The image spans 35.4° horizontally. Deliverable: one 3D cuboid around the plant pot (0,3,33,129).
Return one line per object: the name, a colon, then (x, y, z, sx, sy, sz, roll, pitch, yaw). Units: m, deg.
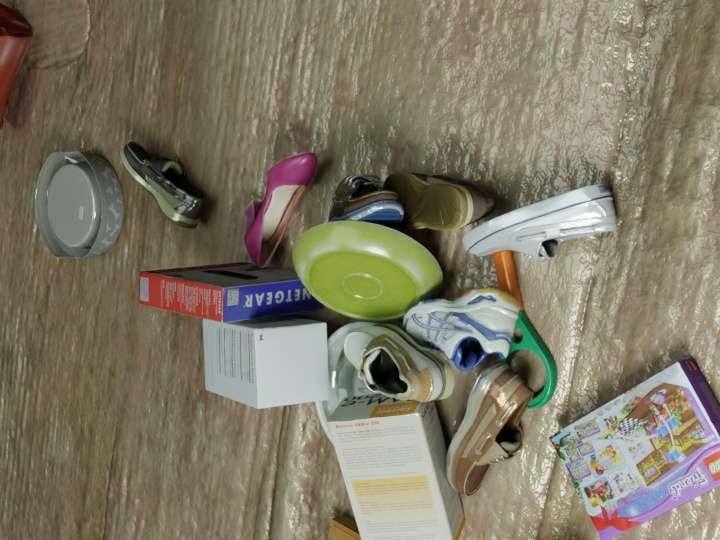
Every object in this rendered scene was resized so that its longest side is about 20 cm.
plant pot: (-0.707, -0.386, 2.059, 0.201, 0.201, 0.195, 47, 115, 28)

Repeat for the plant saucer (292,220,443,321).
plant saucer: (0.006, 0.011, 1.455, 0.200, 0.200, 0.031, -23, 42, 41)

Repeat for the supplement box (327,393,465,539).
supplement box: (0.049, 0.259, 1.450, 0.126, 0.074, 0.200, -8, 108, 21)

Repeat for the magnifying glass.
magnifying glass: (0.195, 0.072, 1.398, 0.079, 0.022, 0.201, -15, 86, 42)

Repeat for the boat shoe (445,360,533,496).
boat shoe: (0.161, 0.208, 1.394, 0.072, 0.076, 0.200, 32, 129, 28)

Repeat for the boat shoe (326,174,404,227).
boat shoe: (-0.002, -0.086, 1.456, 0.200, 0.072, 0.073, 161, 109, -67)

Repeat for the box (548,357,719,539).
box: (0.324, 0.206, 1.279, 0.200, 0.039, 0.137, -39, 68, 37)

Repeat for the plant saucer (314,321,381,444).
plant saucer: (0.022, 0.167, 1.539, 0.200, 0.050, 0.201, 4, 97, 42)

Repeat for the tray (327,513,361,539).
tray: (0.033, 0.425, 1.563, 0.200, 0.037, 0.099, 19, 107, 38)

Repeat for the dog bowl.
dog bowl: (-0.486, -0.113, 1.964, 0.200, 0.059, 0.201, 6, 98, 42)

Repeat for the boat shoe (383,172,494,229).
boat shoe: (0.094, -0.084, 1.432, 0.200, 0.065, 0.073, 24, 110, 59)

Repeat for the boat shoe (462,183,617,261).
boat shoe: (0.209, -0.043, 1.335, 0.200, 0.073, 0.066, -21, 80, 39)

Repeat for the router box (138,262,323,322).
router box: (-0.182, 0.028, 1.610, 0.179, 0.200, 0.049, 9, 100, 40)

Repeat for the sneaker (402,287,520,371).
sneaker: (0.113, 0.082, 1.402, 0.200, 0.075, 0.088, -23, 51, 55)

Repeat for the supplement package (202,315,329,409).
supplement package: (-0.137, 0.123, 1.595, 0.200, 0.114, 0.110, 5, 98, 63)

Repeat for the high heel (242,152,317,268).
high heel: (-0.112, -0.086, 1.617, 0.200, 0.067, 0.096, -39, 57, 42)

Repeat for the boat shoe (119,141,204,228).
boat shoe: (-0.310, -0.148, 1.802, 0.200, 0.073, 0.065, 46, 111, 25)

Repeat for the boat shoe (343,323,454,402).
boat shoe: (0.031, 0.115, 1.429, 0.200, 0.068, 0.075, 16, 107, 54)
